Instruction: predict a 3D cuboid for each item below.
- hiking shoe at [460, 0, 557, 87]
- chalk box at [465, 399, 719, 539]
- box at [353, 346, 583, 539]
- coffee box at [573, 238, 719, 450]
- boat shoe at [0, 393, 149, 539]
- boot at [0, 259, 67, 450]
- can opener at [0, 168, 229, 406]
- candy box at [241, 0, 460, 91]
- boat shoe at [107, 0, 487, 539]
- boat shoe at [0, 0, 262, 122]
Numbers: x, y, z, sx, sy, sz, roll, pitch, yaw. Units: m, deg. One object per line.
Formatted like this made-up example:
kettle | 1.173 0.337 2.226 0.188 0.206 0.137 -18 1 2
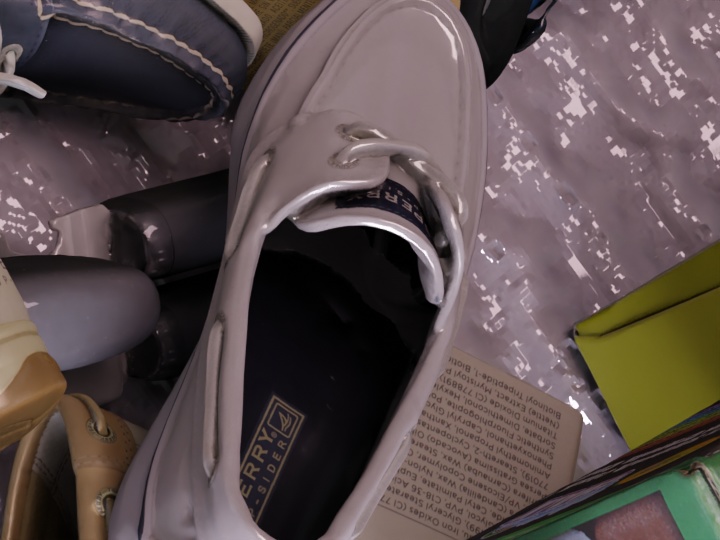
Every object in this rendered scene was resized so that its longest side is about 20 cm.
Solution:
hiking shoe | 0.075 -0.122 0.861 0.087 0.074 0.200 37 53 -14
chalk box | 0.099 0.098 0.663 0.200 0.125 0.124 -25 87 -40
box | -0.005 0.116 0.703 0.082 0.068 0.201 28 57 -21
coffee box | 0.223 0.039 0.808 0.197 0.200 0.200 -24 83 -39
boat shoe | -0.074 0.125 0.642 0.063 0.073 0.201 35 54 -30
boot | -0.184 0.002 0.607 0.199 0.072 0.155 -24 82 -14
can opener | -0.045 0.006 0.730 0.199 0.066 0.053 -18 110 -42
candy box | -0.065 -0.129 0.775 0.199 0.055 0.116 22 50 -24
boat shoe | 0.000 0.000 0.676 0.073 0.065 0.201 25 55 -17
boat shoe | -0.120 -0.067 0.704 0.199 0.075 0.062 19 58 -25
